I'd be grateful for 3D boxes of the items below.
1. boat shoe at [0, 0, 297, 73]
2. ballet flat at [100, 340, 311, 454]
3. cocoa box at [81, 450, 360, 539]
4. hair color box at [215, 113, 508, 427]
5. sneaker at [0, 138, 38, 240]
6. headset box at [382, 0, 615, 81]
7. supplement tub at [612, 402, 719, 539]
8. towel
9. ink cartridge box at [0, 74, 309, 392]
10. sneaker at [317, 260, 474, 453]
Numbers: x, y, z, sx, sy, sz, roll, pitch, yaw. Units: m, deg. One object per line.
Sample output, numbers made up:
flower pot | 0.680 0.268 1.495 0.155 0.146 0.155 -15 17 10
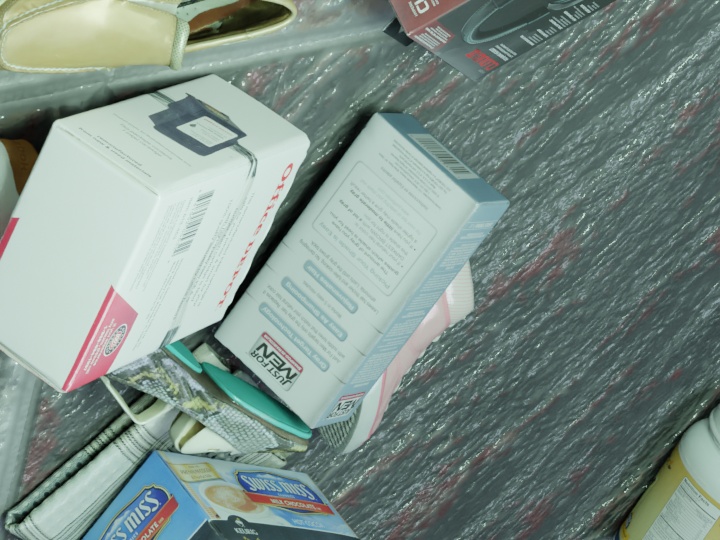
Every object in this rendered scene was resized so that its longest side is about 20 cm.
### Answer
boat shoe | -0.126 -0.148 1.398 0.200 0.076 0.072 -20 142 -30
ballet flat | -0.121 0.086 1.654 0.072 0.072 0.200 -47 126 8
cocoa box | -0.097 0.229 1.768 0.133 0.131 0.200 -50 149 16
hair color box | 0.000 0.000 1.660 0.200 0.099 0.061 -53 162 17
sneaker | -0.232 0.007 1.470 0.084 0.073 0.200 -12 136 -34
headset box | 0.103 -0.201 1.510 0.200 0.077 0.149 -30 164 13
supplement tub | 0.340 0.230 2.266 0.144 0.144 0.200 1 128 -47
towel | -0.143 0.157 1.774 0.200 0.035 0.193 -42 147 -1
ink cartridge box | -0.131 -0.027 1.462 0.145 0.084 0.200 -62 165 23
sneaker | 0.029 0.050 1.792 0.104 0.075 0.201 -12 133 -31
